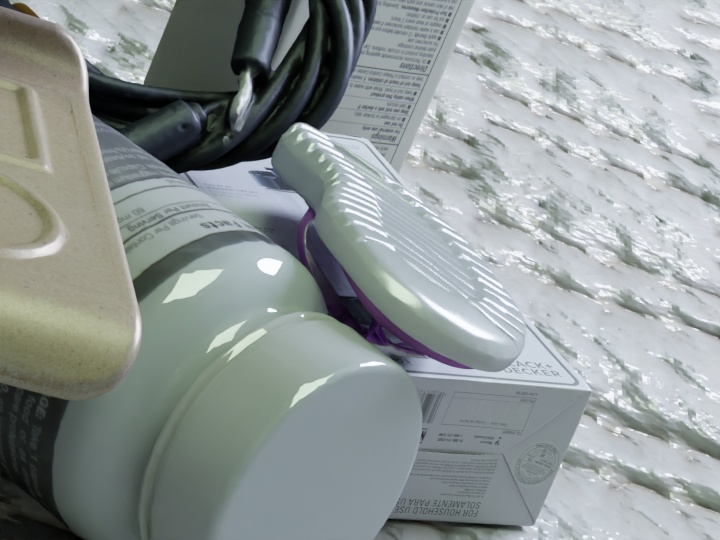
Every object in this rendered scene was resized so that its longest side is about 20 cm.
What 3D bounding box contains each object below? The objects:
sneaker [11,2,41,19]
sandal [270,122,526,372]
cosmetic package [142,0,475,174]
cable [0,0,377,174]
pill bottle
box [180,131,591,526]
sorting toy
[{"bbox_3d":[-0.215,-0.089,1.081,0.200,0.085,0.073,3,30,-33],"label":"sneaker"},{"bbox_3d":[0.006,0.004,0.960,0.082,0.050,0.203,31,10,-16],"label":"sandal"},{"bbox_3d":[-0.012,-0.117,1.159,0.103,0.200,0.073,5,27,-46],"label":"cosmetic package"},{"bbox_3d":[-0.088,-0.126,1.065,0.163,0.051,0.200,-23,64,-13],"label":"cable"},{"bbox_3d":[-0.083,0.021,0.909,0.200,0.114,0.114,35,27,30],"label":"pill bottle"},{"bbox_3d":[-0.013,0.014,1.052,0.116,0.060,0.200,5,28,-32],"label":"box"},{"bbox_3d":[-0.161,-0.037,0.804,0.185,0.037,0.200,16,26,-18],"label":"sorting toy"}]
